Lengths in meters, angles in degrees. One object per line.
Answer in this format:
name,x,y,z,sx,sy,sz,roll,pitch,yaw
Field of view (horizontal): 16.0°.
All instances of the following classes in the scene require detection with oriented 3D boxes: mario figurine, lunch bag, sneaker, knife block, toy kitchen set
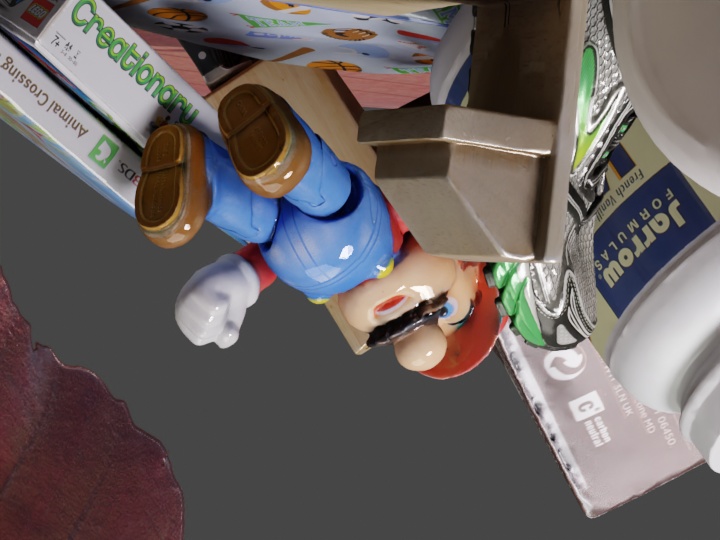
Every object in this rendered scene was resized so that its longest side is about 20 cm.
mario figurine,0.000,0.000,1.085,0.123,0.106,0.200,14,171,42
lunch bag,-0.025,-0.135,1.106,0.199,0.076,0.160,6,177,-7
sneaker,0.080,-0.065,0.922,0.085,0.201,0.078,3,-160,3
knife block,-0.037,-0.077,1.311,0.176,0.064,0.200,52,-171,-40
toy kitchen set,-0.028,-0.092,0.790,0.180,0.164,0.200,5,179,-23

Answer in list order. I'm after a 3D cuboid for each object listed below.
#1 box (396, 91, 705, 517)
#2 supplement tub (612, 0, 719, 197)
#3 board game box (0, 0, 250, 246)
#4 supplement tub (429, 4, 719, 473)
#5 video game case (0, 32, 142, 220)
box,0.132,-0.015,1.284,0.164,0.166,0.200,-27,-156,1
supplement tub,0.194,-0.083,0.874,0.140,0.141,0.199,4,180,43
board game box,-0.112,-0.084,1.102,0.126,0.035,0.200,34,174,38
supplement tub,0.134,-0.035,1.021,0.145,0.200,0.145,-28,157,-13
video game case,-0.181,-0.103,1.087,0.200,0.022,0.182,34,174,44
